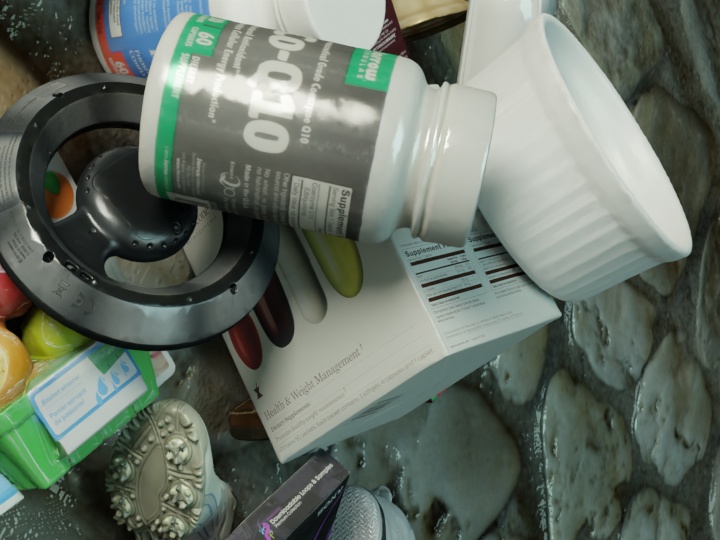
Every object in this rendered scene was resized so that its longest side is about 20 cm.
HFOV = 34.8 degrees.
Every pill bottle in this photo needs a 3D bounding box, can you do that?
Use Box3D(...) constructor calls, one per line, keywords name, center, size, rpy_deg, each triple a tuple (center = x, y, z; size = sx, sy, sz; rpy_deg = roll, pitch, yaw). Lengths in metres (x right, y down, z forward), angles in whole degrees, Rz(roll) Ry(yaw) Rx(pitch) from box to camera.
Box3D(name="pill bottle", center=(-0.024, -0.081, 0.692), size=(0.113, 0.197, 0.115), rpy_deg=(12, 90, -89))
Box3D(name="pill bottle", center=(-0.085, -0.177, 0.787), size=(0.112, 0.198, 0.114), rpy_deg=(-1, 92, -49))

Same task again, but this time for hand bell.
Box3D(name="hand bell", center=(0.028, -0.312, 1.026), size=(0.104, 0.103, 0.202), rpy_deg=(-20, 95, -48))

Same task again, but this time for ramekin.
Box3D(name="ramekin", center=(0.149, -0.075, 0.839), size=(0.200, 0.097, 0.202), rpy_deg=(43, 27, -29))

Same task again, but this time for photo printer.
Box3D(name="photo printer", center=(0.123, -0.175, 0.989), size=(0.167, 0.069, 0.203), rpy_deg=(-54, 153, -68))

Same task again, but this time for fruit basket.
Box3D(name="fruit basket", center=(-0.217, 0.028, 0.718), size=(0.185, 0.093, 0.202), rpy_deg=(-40, 117, -42))

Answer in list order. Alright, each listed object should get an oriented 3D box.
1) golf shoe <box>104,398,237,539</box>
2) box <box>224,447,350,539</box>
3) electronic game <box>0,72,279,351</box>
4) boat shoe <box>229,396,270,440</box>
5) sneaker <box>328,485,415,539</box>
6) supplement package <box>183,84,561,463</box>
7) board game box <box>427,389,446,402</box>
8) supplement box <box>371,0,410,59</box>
Box3D(name="golf shoe", center=(-0.128, 0.164, 0.826), size=(0.097, 0.078, 0.202), rpy_deg=(-42, 147, -53))
Box3D(name="box", center=(-0.078, 0.241, 0.852), size=(0.143, 0.036, 0.201), rpy_deg=(-39, 153, -43))
Box3D(name="electronic game", center=(-0.143, -0.042, 0.737), size=(0.198, 0.042, 0.202), rpy_deg=(16, 55, -24))
Box3D(name="boat shoe", center=(-0.040, 0.087, 0.955), size=(0.199, 0.075, 0.075), rpy_deg=(-19, 100, -57))
Box3D(name="sneaker", center=(0.008, 0.281, 0.979), size=(0.115, 0.074, 0.203), rpy_deg=(11, 76, -70))
Box3D(name="supplement package", center=(0.000, 0.000, 0.849), size=(0.146, 0.191, 0.202), rpy_deg=(-12, 70, -49))
Box3D(name="board game box", center=(0.102, 0.022, 1.062), size=(0.200, 0.019, 0.104), rpy_deg=(-39, 110, -34))
Box3D(name="supplement box", center=(-0.014, -0.158, 0.944), size=(0.061, 0.108, 0.202), rpy_deg=(-43, 123, -42))
